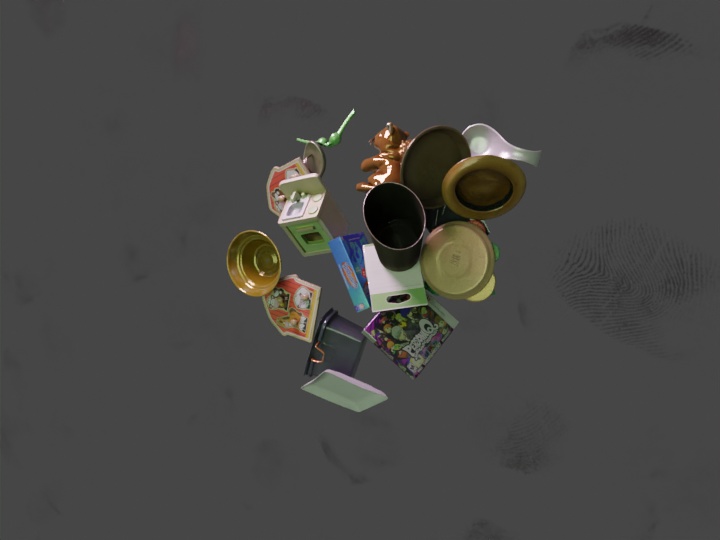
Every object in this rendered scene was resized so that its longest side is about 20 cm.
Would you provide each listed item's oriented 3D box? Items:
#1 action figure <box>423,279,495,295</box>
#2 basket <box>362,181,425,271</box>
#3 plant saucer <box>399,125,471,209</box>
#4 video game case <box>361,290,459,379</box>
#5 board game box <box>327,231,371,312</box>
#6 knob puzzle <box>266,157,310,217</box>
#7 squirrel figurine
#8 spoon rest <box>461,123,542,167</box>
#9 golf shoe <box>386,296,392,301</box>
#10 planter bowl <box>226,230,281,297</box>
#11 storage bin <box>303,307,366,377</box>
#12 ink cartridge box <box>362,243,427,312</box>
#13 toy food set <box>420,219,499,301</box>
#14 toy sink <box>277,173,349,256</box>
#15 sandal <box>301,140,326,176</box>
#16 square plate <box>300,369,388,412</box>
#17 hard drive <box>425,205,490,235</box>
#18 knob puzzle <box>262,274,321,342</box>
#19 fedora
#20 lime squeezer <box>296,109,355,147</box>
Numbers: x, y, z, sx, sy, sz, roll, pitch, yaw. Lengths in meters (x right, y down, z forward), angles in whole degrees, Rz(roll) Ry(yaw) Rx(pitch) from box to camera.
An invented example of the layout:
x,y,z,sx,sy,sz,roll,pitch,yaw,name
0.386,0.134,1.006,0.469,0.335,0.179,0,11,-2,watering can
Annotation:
x,y,z,sx,sy,sz,roll,pitch,yaw,name
0.243,0.022,1.370,0.199,0.055,0.119,-14,94,30,action figure
0.087,-0.088,1.277,0.135,0.200,0.181,-21,67,-2,basket
0.177,-0.247,1.263,0.029,0.199,0.201,41,119,55,plant saucer
0.132,0.147,1.366,0.181,0.200,0.036,43,158,1,video game case
0.000,0.000,1.428,0.045,0.152,0.201,-23,89,26,board game box
-0.200,-0.208,1.521,0.219,0.030,0.221,15,128,20,knob puzzle
0.100,-0.280,1.346,0.199,0.141,0.188,5,83,42,squirrel figurine
0.332,-0.293,1.271,0.199,0.061,0.100,18,106,21,spoon rest
0.100,0.073,1.426,0.072,0.092,0.201,-20,88,30,golf shoe
-0.304,-0.025,1.608,0.199,0.083,0.202,4,100,25,planter bowl
-0.066,0.232,1.515,0.134,0.146,0.201,21,107,11,storage bin
0.088,0.016,1.366,0.145,0.048,0.201,-8,62,1,ink cartridge box
0.243,-0.027,1.300,0.199,0.049,0.199,7,93,30,toy food set
-0.138,-0.145,1.437,0.130,0.112,0.200,-8,136,26,toy sink
-0.156,-0.270,1.505,0.080,0.057,0.202,32,116,23,sandal
-0.047,0.338,1.487,0.197,0.029,0.200,26,146,-14,square plate
0.231,-0.142,1.354,0.135,0.042,0.200,-39,80,26,hard drive
-0.223,0.109,1.613,0.218,0.030,0.221,5,101,25,knob puzzle
0.290,-0.211,1.253,0.199,0.082,0.201,0,136,0,fedora
-0.096,-0.377,1.475,0.199,0.038,0.071,-19,90,28,lime squeezer
